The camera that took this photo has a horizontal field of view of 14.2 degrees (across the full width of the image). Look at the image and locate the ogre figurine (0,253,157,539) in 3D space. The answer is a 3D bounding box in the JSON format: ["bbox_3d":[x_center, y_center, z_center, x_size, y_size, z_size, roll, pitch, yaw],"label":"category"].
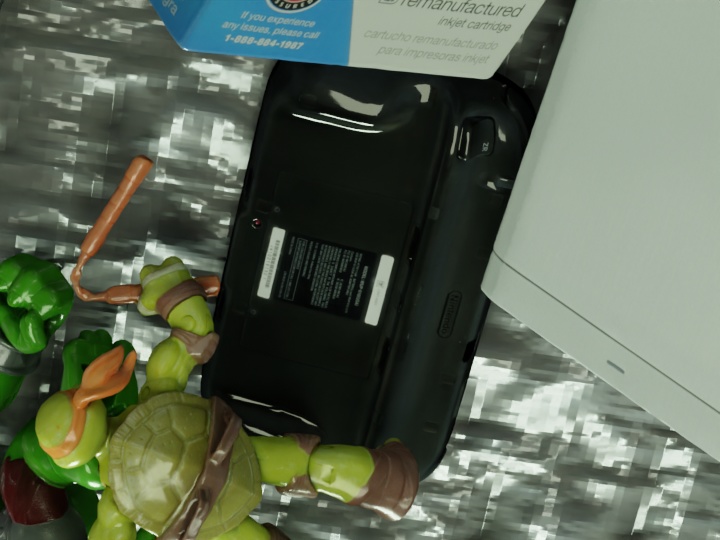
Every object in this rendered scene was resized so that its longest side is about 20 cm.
[{"bbox_3d":[-0.125,0.102,1.154,0.120,0.098,0.200,-21,114,34],"label":"ogre figurine"}]

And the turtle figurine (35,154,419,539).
[{"bbox_3d":[-0.057,0.068,1.087,0.161,0.200,0.064,23,163,-26],"label":"turtle figurine"}]

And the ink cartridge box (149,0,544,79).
[{"bbox_3d":[0.025,-0.165,0.933,0.146,0.084,0.200,2,135,-41],"label":"ink cartridge box"}]

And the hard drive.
[{"bbox_3d":[0.122,-0.040,1.008,0.132,0.027,0.200,36,128,25],"label":"hard drive"}]

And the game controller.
[{"bbox_3d":[0.000,0.000,1.125,0.104,0.042,0.200,19,125,6],"label":"game controller"}]

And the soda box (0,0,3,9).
[{"bbox_3d":[-0.151,-0.107,0.966,0.071,0.063,0.200,16,162,-9],"label":"soda box"}]
